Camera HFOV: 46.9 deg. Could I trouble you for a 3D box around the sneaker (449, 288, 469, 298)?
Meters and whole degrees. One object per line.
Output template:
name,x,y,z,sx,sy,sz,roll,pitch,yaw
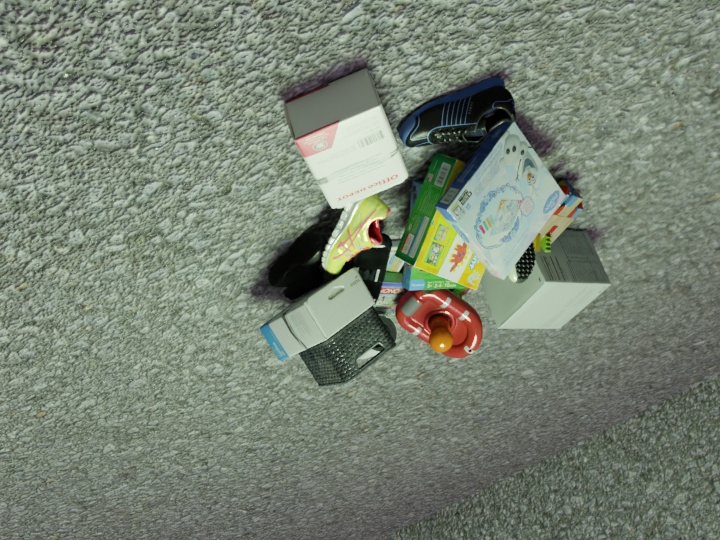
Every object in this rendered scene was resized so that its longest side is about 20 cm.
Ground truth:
sneaker,0.190,0.040,1.844,0.076,0.084,0.202,-12,138,-58

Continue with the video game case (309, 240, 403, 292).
video game case,-0.004,0.006,1.741,0.178,0.024,0.201,-4,146,-24

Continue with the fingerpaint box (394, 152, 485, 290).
fingerpaint box,0.175,-0.088,1.516,0.165,0.073,0.204,18,97,-35

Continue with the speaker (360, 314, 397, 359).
speaker,0.023,0.152,1.866,0.079,0.083,0.200,-10,172,-13

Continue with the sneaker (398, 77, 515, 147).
sneaker,0.160,-0.243,1.369,0.197,0.079,0.070,-25,149,12

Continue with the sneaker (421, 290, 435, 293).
sneaker,0.190,-0.028,1.736,0.197,0.092,0.076,-20,155,-32

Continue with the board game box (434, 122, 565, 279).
board game box,0.253,-0.125,1.478,0.201,0.043,0.199,-51,122,-9

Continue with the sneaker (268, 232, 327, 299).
sneaker,-0.106,-0.006,1.636,0.103,0.061,0.199,13,142,-43

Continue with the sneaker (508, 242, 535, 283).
sneaker,0.273,-0.068,1.604,0.069,0.204,0.093,-1,165,-41

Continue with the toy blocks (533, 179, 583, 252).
toy blocks,0.387,-0.122,1.678,0.137,0.100,0.198,-49,154,24

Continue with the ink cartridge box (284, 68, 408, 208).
ink cartridge box,-0.019,-0.205,1.329,0.144,0.084,0.201,-21,149,5

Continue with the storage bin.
storage bin,-0.031,0.154,1.671,0.134,0.095,0.199,-35,-175,-23

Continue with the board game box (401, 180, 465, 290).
board game box,0.160,-0.067,1.583,0.148,0.036,0.205,-2,106,-25

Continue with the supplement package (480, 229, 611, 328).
supplement package,0.407,0.020,1.859,0.196,0.149,0.192,2,145,-31

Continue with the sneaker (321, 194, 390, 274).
sneaker,-0.007,-0.059,1.522,0.089,0.078,0.202,30,129,3

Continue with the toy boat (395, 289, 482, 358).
toy boat,0.170,0.123,1.762,0.198,0.132,0.131,32,121,-19

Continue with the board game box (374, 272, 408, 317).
board game box,0.059,0.055,1.803,0.197,0.030,0.135,3,144,-38

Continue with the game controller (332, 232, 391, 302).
game controller,0.000,0.000,1.653,0.102,0.043,0.202,-1,136,-14

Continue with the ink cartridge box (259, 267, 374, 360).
ink cartridge box,-0.086,0.087,1.622,0.144,0.085,0.199,-34,-177,-36
